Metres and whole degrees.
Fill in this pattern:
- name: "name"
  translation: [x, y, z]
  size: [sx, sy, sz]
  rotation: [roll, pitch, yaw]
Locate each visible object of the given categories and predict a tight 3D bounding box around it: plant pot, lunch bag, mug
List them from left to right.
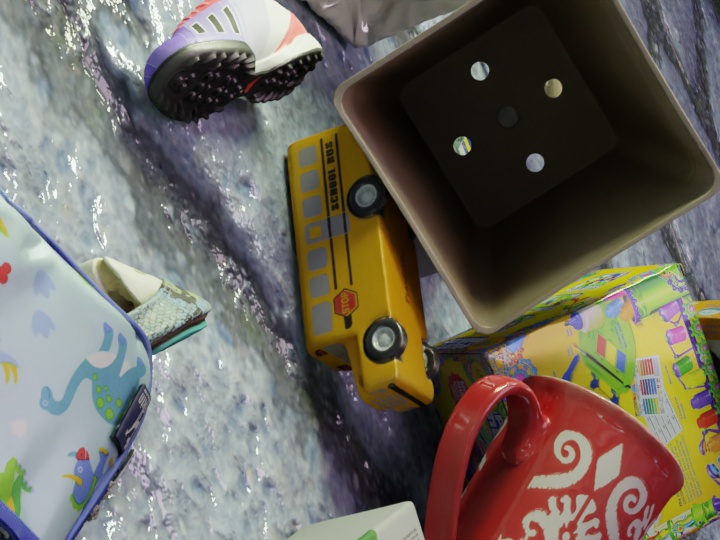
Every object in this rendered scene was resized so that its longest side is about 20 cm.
- name: "lunch bag"
  translation: [-0.184, 0.038, 0.666]
  size: [0.200, 0.082, 0.161]
  rotation: [52, 44, -23]
- name: "mug"
  translation: [0.100, 0.179, 1.144]
  size: [0.177, 0.133, 0.201]
  rotation: [38, 72, -8]
- name: "plant pot"
  translation: [0.113, -0.105, 1.209]
  size: [0.201, 0.199, 0.177]
  rotation: [57, 6, -9]

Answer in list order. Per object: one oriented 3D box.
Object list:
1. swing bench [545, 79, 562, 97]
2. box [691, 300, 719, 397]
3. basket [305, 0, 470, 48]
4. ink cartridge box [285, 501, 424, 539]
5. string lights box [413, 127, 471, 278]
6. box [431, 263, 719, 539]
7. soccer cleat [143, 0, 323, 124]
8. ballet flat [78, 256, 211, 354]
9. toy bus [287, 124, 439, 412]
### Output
- name: "swing bench"
  translation: [0.183, -0.134, 1.625]
  size: [0.201, 0.129, 0.199]
  rotation: [67, 23, -15]
- name: "box"
  translation: [0.302, 0.124, 1.345]
  size: [0.041, 0.119, 0.202]
  rotation: [-20, 98, -24]
- name: "basket"
  translation: [0.023, -0.311, 1.296]
  size: [0.200, 0.197, 0.162]
  rotation: [34, 40, -56]
- name: "ink cartridge box"
  translation: [0.003, 0.257, 0.986]
  size: [0.145, 0.083, 0.202]
  rotation: [-20, 92, -67]
- name: "string lights box"
  translation: [0.052, -0.078, 1.368]
  size: [0.103, 0.059, 0.200]
  rotation: [65, 24, -17]
- name: "box"
  translation: [0.179, 0.123, 1.320]
  size: [0.191, 0.122, 0.202]
  rotation: [-22, 97, -24]
- name: "soccer cleat"
  translation: [-0.095, -0.147, 1.090]
  size: [0.073, 0.068, 0.200]
  rotation: [50, 25, 7]
- name: "ballet flat"
  translation: [-0.137, 0.029, 0.847]
  size: [0.075, 0.074, 0.200]
  rotation: [70, 21, -8]
- name: "toy bus"
  translation: [0.000, 0.000, 1.168]
  size: [0.065, 0.078, 0.202]
  rotation: [36, 42, -57]
